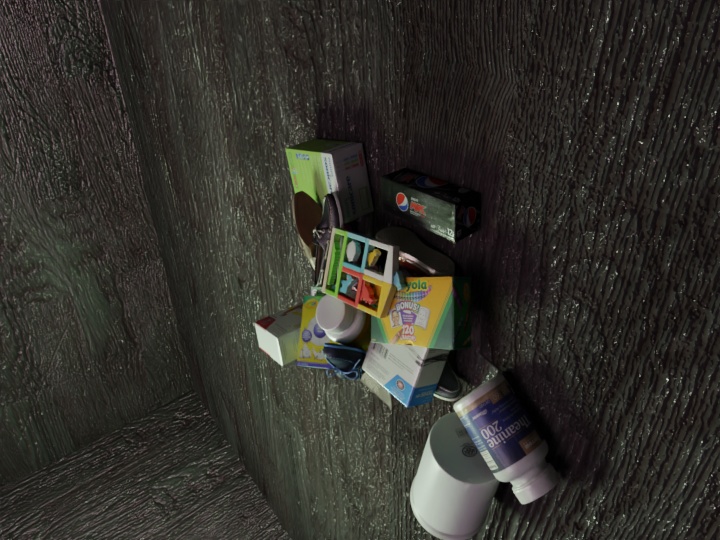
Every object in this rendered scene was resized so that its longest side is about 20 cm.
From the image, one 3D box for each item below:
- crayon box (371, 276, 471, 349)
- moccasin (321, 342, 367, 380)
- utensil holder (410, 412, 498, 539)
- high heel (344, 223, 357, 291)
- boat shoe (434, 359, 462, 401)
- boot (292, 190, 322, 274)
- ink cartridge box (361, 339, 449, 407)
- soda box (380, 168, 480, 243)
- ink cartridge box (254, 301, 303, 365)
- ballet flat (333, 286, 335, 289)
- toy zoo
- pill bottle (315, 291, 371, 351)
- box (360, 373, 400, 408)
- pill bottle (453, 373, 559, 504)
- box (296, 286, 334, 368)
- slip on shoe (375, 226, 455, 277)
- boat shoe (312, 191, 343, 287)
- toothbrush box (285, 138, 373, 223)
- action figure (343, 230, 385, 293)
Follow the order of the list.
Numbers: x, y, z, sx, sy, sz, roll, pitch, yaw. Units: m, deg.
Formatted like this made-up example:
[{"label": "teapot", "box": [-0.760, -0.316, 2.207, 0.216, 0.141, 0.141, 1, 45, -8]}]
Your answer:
[{"label": "crayon box", "box": [0.104, 0.073, 1.019, 0.197, 0.057, 0.123, -3, 86, 47]}, {"label": "moccasin", "box": [-0.022, 0.196, 1.191, 0.079, 0.199, 0.070, 9, 78, 27]}, {"label": "utensil holder", "box": [0.196, 0.413, 1.147, 0.170, 0.167, 0.204, 43, 142, 35]}, {"label": "high heel", "box": [-0.021, -0.032, 1.296, 0.096, 0.066, 0.203, 48, 161, 48]}, {"label": "boat shoe", "box": [0.139, 0.182, 1.176, 0.200, 0.071, 0.063, 49, 151, 38]}, {"label": "boot", "box": [-0.114, -0.078, 1.284, 0.204, 0.069, 0.146, 69, 165, -11]}, {"label": "ink cartridge box", "box": [0.100, 0.138, 1.124, 0.145, 0.083, 0.205, 34, 112, 42]}, {"label": "soda box", "box": [0.119, -0.120, 1.005, 0.198, 0.062, 0.072, 30, 134, 46]}, {"label": "ink cartridge box", "box": [-0.166, 0.159, 1.541, 0.144, 0.197, 0.086, 19, 124, 52]}, {"label": "ballet flat", "box": [-0.085, -0.016, 1.412, 0.070, 0.068, 0.203, 110, 143, -51]}, {"label": "toy zoo", "box": [0.007, 0.004, 1.065, 0.198, 0.020, 0.135, 21, 105, 44]}, {"label": "pill bottle", "box": [-0.008, 0.111, 1.232, 0.107, 0.199, 0.112, -12, 68, 31]}, {"label": "box", "box": [0.046, 0.220, 1.331, 0.199, 0.099, 0.077, 33, 138, 46]}, {"label": "pill bottle", "box": [0.261, 0.298, 1.012, 0.203, 0.109, 0.111, 58, 150, 15]}, {"label": "box", "box": [-0.091, 0.141, 1.429, 0.114, 0.048, 0.206, 1, 78, 21]}, {"label": "slip on shoe", "box": [0.100, -0.024, 1.101, 0.199, 0.073, 0.062, 36, 142, 36]}, {"label": "boat shoe", "box": [-0.070, -0.059, 1.173, 0.074, 0.059, 0.205, -122, 30, -60]}, {"label": "toothbrush box", "box": [-0.070, -0.200, 1.242, 0.198, 0.085, 0.149, 22, 129, 53]}, {"label": "action figure", "box": [0.000, 0.000, 1.183, 0.200, 0.131, 0.152, -123, 55, -72]}]
